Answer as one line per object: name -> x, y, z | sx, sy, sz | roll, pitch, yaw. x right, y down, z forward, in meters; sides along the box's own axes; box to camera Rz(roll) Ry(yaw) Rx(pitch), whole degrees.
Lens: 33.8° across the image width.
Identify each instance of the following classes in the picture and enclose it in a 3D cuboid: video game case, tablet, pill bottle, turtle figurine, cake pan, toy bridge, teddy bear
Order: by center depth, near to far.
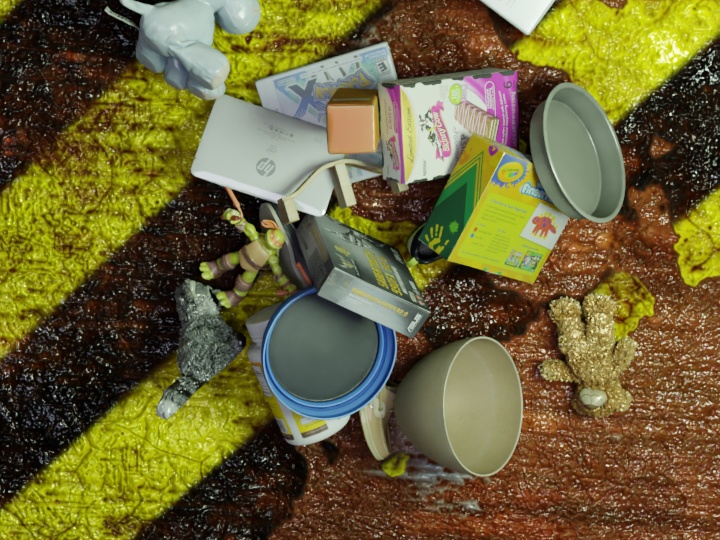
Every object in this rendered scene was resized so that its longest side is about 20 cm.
cake pan -> 0.298, -0.159, 1.636 | 0.037, 0.200, 0.200 | -17, 106, 40
toy bridge -> -0.025, -0.122, 1.672 | 0.200, 0.027, 0.067 | -17, 90, -24
tablet -> -0.128, -0.164, 1.686 | 0.200, 0.014, 0.130 | 18, 76, -1
video game case -> -0.032, -0.215, 1.714 | 0.200, 0.022, 0.183 | -16, 104, 7
turtle figurine -> -0.163, -0.026, 1.729 | 0.161, 0.064, 0.200 | -36, 97, 35
teddy bear -> 0.341, 0.129, 1.763 | 0.145, 0.067, 0.200 | 6, 105, 4
pill bottle -> -0.098, 0.152, 1.772 | 0.109, 0.109, 0.200 | -20, 104, 8

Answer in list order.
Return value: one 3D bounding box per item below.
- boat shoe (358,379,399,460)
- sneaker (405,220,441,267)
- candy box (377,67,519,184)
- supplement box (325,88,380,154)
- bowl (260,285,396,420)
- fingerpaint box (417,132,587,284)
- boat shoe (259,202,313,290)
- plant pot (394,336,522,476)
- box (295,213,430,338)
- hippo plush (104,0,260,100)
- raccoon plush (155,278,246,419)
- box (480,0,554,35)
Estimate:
boat shoe -> 0.030, 0.191, 1.795 | 0.064, 0.071, 0.200 | -9, 103, 6
sneaker -> 0.149, -0.069, 1.712 | 0.200, 0.083, 0.072 | -42, 99, 12
candy box -> 0.125, -0.202, 1.638 | 0.200, 0.061, 0.137 | -13, 107, -29
supplement box -> -0.007, -0.204, 1.601 | 0.069, 0.200, 0.067 | -2, 105, 2
bowl -> -0.048, 0.113, 1.696 | 0.200, 0.039, 0.201 | -5, 104, -19
fingerpaint box -> 0.199, -0.084, 1.653 | 0.200, 0.073, 0.167 | 13, 110, -45
boat shoe -> -0.085, -0.018, 1.758 | 0.063, 0.073, 0.200 | -29, 96, -26
plant pot -> 0.130, 0.200, 1.749 | 0.134, 0.200, 0.201 | -5, 108, 41
box -> 0.000, 0.000, 1.659 | 0.158, 0.200, 0.048 | 26, 108, -23
hippo plush -> -0.233, -0.353, 1.648 | 0.200, 0.159, 0.161 | 40, 73, -22
raccoon plush -> -0.257, 0.103, 1.739 | 0.134, 0.200, 0.097 | 50, 135, -9
box -> 0.171, -0.419, 1.580 | 0.200, 0.152, 0.106 | 35, 103, -7
